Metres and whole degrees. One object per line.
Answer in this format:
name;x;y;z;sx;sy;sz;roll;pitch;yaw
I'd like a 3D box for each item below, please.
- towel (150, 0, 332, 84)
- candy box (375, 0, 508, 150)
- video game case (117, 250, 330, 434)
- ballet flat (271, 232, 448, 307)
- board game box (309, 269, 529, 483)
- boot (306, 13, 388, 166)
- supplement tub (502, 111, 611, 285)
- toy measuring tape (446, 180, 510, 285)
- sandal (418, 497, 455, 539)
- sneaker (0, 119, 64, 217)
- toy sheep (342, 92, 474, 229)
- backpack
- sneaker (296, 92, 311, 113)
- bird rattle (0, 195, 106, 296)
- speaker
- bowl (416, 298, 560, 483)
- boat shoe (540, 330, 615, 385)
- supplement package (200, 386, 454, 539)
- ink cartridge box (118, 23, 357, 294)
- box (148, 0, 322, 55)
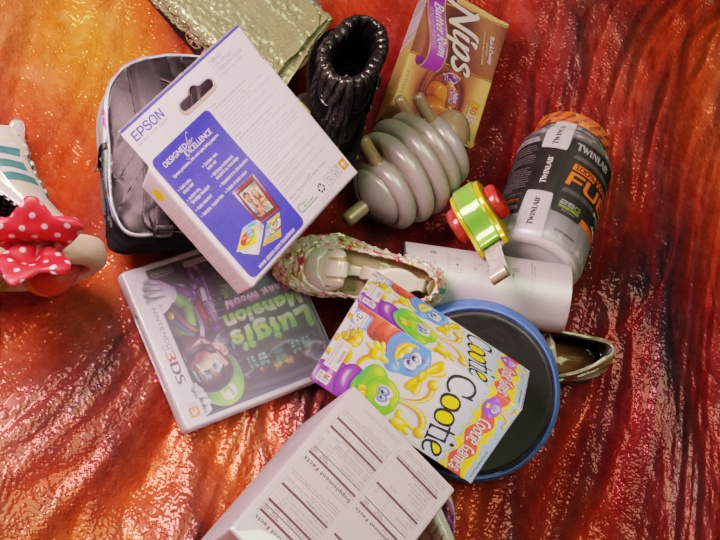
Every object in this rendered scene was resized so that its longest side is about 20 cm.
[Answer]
towel;-0.139;-0.301;1.620;0.199;0.036;0.149;39;60;-9
candy box;0.104;-0.245;1.755;0.116;0.056;0.202;27;61;-13
video game case;-0.139;0.059;1.530;0.198;0.023;0.184;-19;78;-30
ballet flat;0.000;0.000;1.534;0.197;0.064;0.077;7;90;-2
board game box;0.063;0.109;1.469;0.199;0.106;0.103;32;21;0
boot;-0.015;-0.227;1.537;0.078;0.159;0.213;4;52;-5
supplement tub;0.232;-0.085;1.707;0.121;0.123;0.202;28;60;-11
toy measuring tape;0.132;-0.051;1.574;0.073;0.074;0.201;29;20;-11
sandal;0.074;0.250;1.510;0.049;0.082;0.205;-16;79;-29
sneaker;-0.359;-0.107;1.468;0.199;0.070;0.094;38;64;-3
toy sheep;0.051;-0.119;1.635;0.199;0.138;0.138;-38;87;-17
backpack;-0.196;-0.122;1.500;0.175;0.150;0.203;-5;82;-19
sneaker;-0.069;-0.103;1.593;0.074;0.077;0.202;17;58;6
bird rattle;-0.323;-0.014;1.385;0.162;0.199;0.114;-4;68;-51
speaker;0.141;0.020;1.612;0.197;0.081;0.082;8;64;-3
bowl;0.123;0.133;1.554;0.197;0.039;0.204;0;90;-1
boat shoe;0.204;0.097;1.648;0.197;0.068;0.076;-2;69;-26
supplement package;-0.041;0.255;1.415;0.151;0.152;0.200;45;58;-2
ink cartridge box;-0.124;-0.113;1.428;0.200;0.047;0.198;48;55;-9
box;-0.165;-0.336;1.670;0.201;0.049;0.161;50;56;0
